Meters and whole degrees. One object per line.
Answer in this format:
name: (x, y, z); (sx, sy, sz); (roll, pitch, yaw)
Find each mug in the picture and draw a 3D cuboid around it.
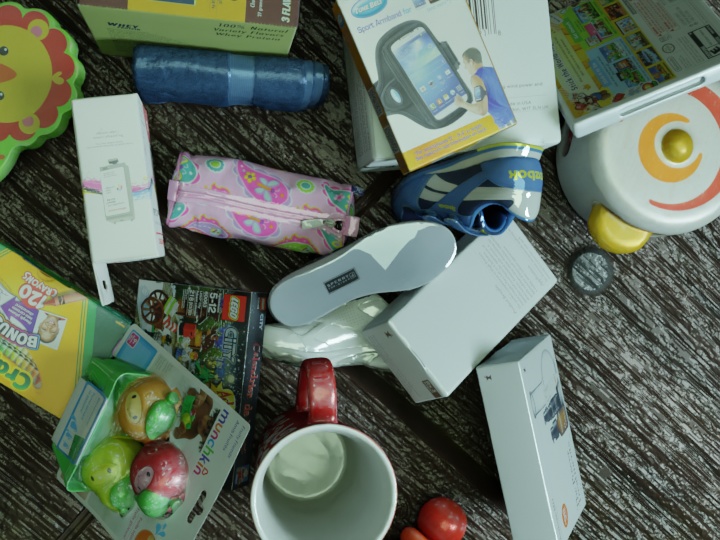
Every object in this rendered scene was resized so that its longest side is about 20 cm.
mug: (-0.037, 0.186, 0.967); (0.133, 0.200, 0.178); (28, 86, -7)

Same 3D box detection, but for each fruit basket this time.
fruit basket: (-0.209, 0.175, 0.923); (0.094, 0.200, 0.186); (18, 102, -48)

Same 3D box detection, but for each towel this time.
towel: (-0.135, -0.195, 0.994); (0.199, 0.112, 0.049); (4, 91, -9)

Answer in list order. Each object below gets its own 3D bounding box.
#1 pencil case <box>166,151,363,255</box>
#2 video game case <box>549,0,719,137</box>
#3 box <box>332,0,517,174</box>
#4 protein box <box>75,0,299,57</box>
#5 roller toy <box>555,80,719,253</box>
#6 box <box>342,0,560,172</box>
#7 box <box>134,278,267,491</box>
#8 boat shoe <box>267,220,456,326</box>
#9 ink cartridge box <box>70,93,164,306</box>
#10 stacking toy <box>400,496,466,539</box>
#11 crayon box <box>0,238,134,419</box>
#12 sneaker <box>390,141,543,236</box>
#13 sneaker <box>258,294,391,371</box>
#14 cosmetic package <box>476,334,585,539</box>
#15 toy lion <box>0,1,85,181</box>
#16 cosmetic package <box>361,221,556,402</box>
pencil case: (-0.102, -0.068, 1.014); (0.199, 0.087, 0.088); (12, 88, -8)
video game case: (0.278, -0.235, 1.010); (0.181, 0.200, 0.023); (-22, 133, 8)
box: (0.057, -0.208, 0.928); (0.119, 0.041, 0.201); (-25, 96, -7)
protein box: (-0.162, -0.290, 0.945); (0.198, 0.200, 0.135); (4, 90, -8)
roller toy: (0.315, -0.128, 1.048); (0.199, 0.140, 0.183); (-21, 93, -7)
box: (0.090, -0.215, 1.018); (0.198, 0.131, 0.201); (-6, 92, -7)
box: (-0.173, 0.115, 0.996); (0.136, 0.038, 0.201); (5, 89, 22)
boat shoe: (0.000, 0.000, 0.987); (0.199, 0.066, 0.070); (-26, 103, 2)
ink cartridge box: (-0.240, -0.069, 0.977); (0.067, 0.116, 0.201); (-7, 92, -8)
stacking toy: (0.042, 0.331, 1.047); (0.085, 0.085, 0.200); (45, 77, -6)
crayon box: (-0.350, 0.052, 0.990); (0.200, 0.058, 0.119); (33, 86, -8)
sneaker: (0.105, -0.070, 0.993); (0.074, 0.200, 0.083); (-2, 80, -39)
sneaker: (-0.020, 0.058, 1.040); (0.199, 0.078, 0.100); (3, 83, -18)
cosmetic package: (0.185, 0.180, 1.024); (0.052, 0.151, 0.201); (-11, 93, 26)
toy lion: (-0.380, -0.172, 0.970); (0.191, 0.069, 0.201); (12, 89, -1)
cosmetic package: (0.107, 0.037, 1.018); (0.200, 0.074, 0.102); (-40, 96, -27)
